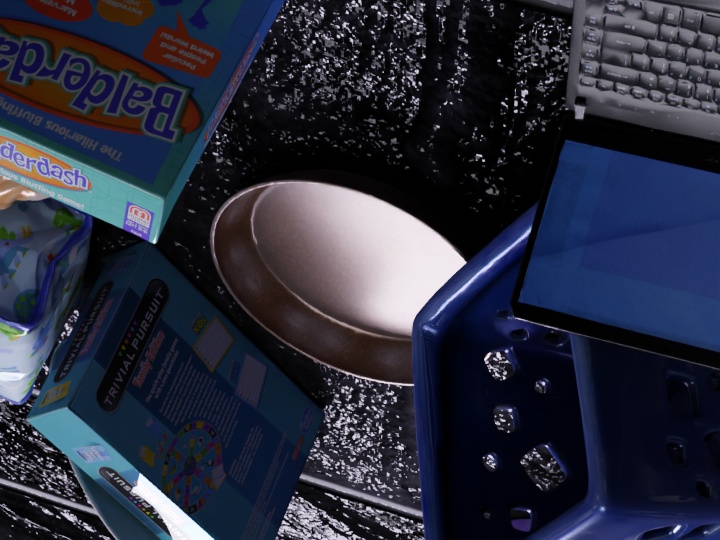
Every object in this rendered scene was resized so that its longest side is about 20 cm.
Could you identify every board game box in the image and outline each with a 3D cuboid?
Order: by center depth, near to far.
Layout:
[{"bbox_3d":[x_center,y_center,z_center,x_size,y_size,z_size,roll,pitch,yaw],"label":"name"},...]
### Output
[{"bbox_3d":[-0.135,-0.128,1.075,0.151,0.201,0.045,23,146,1],"label":"board game box"},{"bbox_3d":[-0.124,0.102,1.413,0.047,0.151,0.200,-18,127,40],"label":"board game box"}]

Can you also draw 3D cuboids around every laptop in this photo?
[{"bbox_3d":[0.176,-0.062,1.020,0.176,0.103,0.201,14,131,15],"label":"laptop"}]

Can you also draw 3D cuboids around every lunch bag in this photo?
[{"bbox_3d":[-0.296,-0.011,1.383,0.199,0.128,0.170,28,155,-1],"label":"lunch bag"}]

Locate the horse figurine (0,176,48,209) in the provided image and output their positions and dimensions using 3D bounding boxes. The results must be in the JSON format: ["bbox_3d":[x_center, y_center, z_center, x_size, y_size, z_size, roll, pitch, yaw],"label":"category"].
[{"bbox_3d":[-0.194,-0.070,1.257,0.199,0.050,0.132,-8,164,-35],"label":"horse figurine"}]

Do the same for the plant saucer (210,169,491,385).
[{"bbox_3d":[0.000,0.000,1.307,0.199,0.035,0.201,17,145,12],"label":"plant saucer"}]

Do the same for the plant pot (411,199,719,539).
[{"bbox_3d":[0.154,0.087,1.172,0.179,0.201,0.200,9,151,-23],"label":"plant pot"}]

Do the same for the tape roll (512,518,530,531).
[{"bbox_3d":[0.165,0.274,1.538,0.199,0.066,0.201,16,145,12],"label":"tape roll"}]

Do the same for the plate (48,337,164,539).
[{"bbox_3d":[-0.157,0.132,1.464,0.025,0.201,0.200,-30,124,15],"label":"plate"}]
